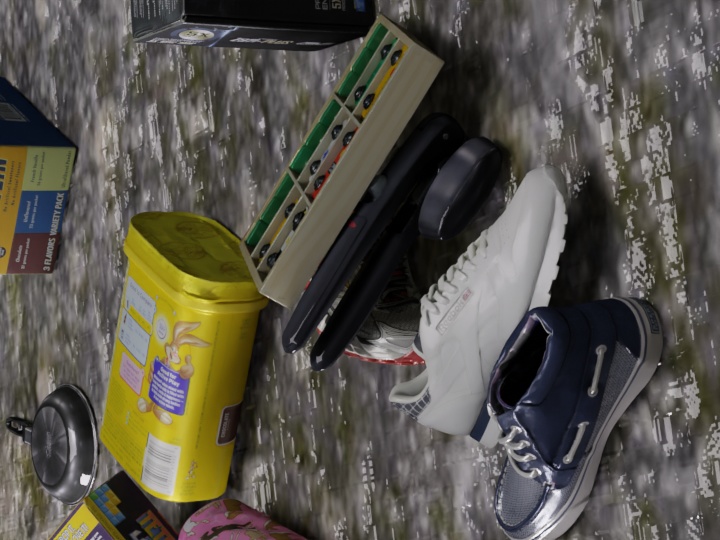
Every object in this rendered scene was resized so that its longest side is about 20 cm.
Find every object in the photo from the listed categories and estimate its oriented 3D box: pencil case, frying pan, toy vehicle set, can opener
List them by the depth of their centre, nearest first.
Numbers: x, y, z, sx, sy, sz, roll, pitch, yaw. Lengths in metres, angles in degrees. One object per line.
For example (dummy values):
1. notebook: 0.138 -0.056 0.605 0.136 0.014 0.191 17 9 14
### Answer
1. can opener: 0.013 -0.021 1.447 0.200 0.063 0.079 -50 21 -1
2. toy vehicle set: -0.016 -0.079 1.484 0.200 0.026 0.124 -58 17 7
3. pencil case: -0.068 0.234 1.619 0.200 0.086 0.083 14 99 57
4. frying pan: -0.302 0.148 2.037 0.190 0.031 0.115 41 123 46

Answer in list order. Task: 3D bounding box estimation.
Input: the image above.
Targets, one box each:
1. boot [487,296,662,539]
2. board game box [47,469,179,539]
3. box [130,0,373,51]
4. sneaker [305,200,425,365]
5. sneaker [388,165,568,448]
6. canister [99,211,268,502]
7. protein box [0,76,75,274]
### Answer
1. boot: 0.109 0.097 1.339 0.073 0.090 0.201 54 133 41
2. board game box: -0.202 0.285 1.794 0.165 0.057 0.200 50 137 6
3. box: -0.084 -0.269 1.566 0.086 0.163 0.201 -8 83 57
4. sneaker: 0.000 0.000 1.519 0.200 0.078 0.082 49 128 44
5. sneaker: 0.080 0.020 1.372 0.076 0.080 0.201 -60 -11 -67
6. canister: -0.148 0.071 1.743 0.148 0.086 0.201 39 124 50
7. protein box: -0.412 -0.096 2.041 0.198 0.199 0.135 40 123 49
